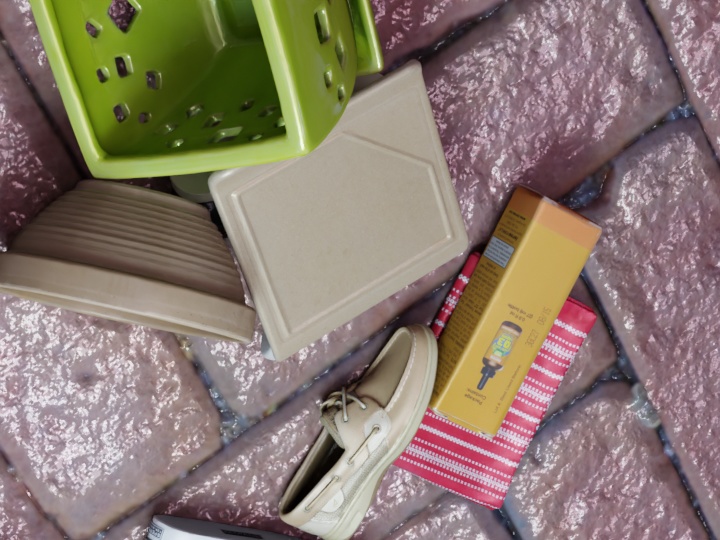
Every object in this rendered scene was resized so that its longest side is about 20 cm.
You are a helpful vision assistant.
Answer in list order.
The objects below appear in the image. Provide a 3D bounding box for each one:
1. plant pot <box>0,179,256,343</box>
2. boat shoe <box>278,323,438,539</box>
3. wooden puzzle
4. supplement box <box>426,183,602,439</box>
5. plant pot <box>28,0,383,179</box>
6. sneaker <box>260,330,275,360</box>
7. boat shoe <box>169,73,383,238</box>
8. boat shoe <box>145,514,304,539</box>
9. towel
[{"bbox_3d":[-0.169,-0.011,1.283,0.199,0.200,0.094,14,85,-24],"label":"plant pot"},{"bbox_3d":[-0.001,0.131,1.450,0.064,0.071,0.201,24,94,-26],"label":"boat shoe"},{"bbox_3d":[-0.015,-0.046,1.328,0.184,0.037,0.201,-30,133,-15],"label":"wooden puzzle"},{"bbox_3d":[0.121,0.034,1.456,0.066,0.069,0.201,26,93,-22],"label":"supplement box"},{"bbox_3d":[-0.100,-0.194,1.244,0.181,0.197,0.202,-42,122,-53],"label":"plant pot"},{"bbox_3d":[0.000,0.000,1.416,0.099,0.071,0.201,31,86,-21],"label":"sneaker"},{"bbox_3d":[-0.060,-0.094,1.376,0.200,0.074,0.063,-32,142,-20],"label":"boat shoe"},{"bbox_3d":[-0.086,0.256,1.444,0.198,0.073,0.069,14,93,-24],"label":"boat shoe"},{"bbox_3d":[0.109,0.098,1.515,0.144,0.022,0.201,26,92,-25],"label":"towel"}]
